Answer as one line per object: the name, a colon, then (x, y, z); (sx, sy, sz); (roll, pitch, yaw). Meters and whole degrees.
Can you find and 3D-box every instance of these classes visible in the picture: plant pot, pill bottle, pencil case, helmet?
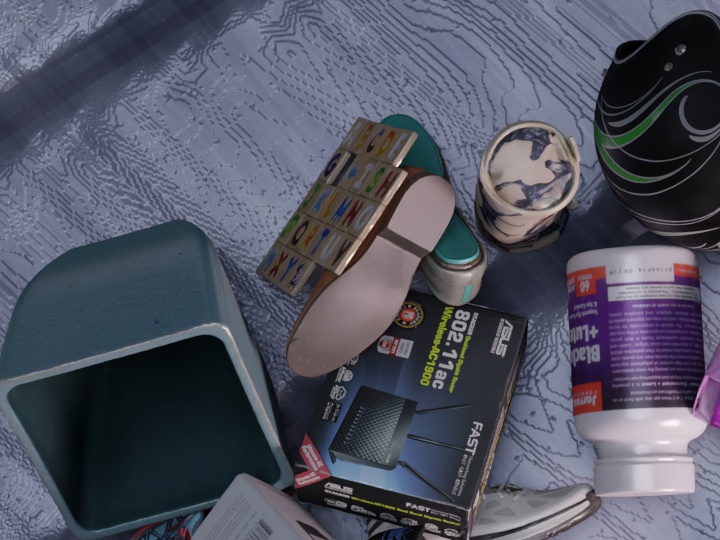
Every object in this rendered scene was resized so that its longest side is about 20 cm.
plant pot: (-0.178, 0.071, 1.666); (0.196, 0.196, 0.200); (-15, 40, 7)
pill bottle: (0.230, 0.085, 1.645); (0.111, 0.111, 0.200); (-4, 80, 9)
pencil case: (0.139, -0.068, 1.639); (0.089, 0.200, 0.078); (-30, 81, -2)
helmet: (0.286, -0.114, 1.626); (0.191, 0.200, 0.200); (-31, 73, 49)

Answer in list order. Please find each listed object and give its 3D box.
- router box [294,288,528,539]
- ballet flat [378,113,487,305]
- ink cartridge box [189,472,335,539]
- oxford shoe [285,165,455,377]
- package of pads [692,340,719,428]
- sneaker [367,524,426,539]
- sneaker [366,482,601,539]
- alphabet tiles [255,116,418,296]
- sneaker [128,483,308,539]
router box: (0.045, 0.115, 1.656); (0.150, 0.062, 0.200); (13, 57, 10)
ballet flat: (0.053, -0.050, 1.713); (0.067, 0.064, 0.200); (-12, 49, -14)
ink cartridge box: (-0.064, 0.280, 1.567); (0.145, 0.083, 0.200); (-53, 45, 4)
oxford shoe: (0.000, 0.000, 1.649); (0.200, 0.071, 0.071); (-53, 34, -2)
package of pads: (0.361, 0.055, 1.610); (0.120, 0.076, 0.200); (23, 56, 14)
sneaker: (0.072, 0.291, 1.620); (0.078, 0.070, 0.200); (-28, 111, 33)
sneaker: (0.095, 0.186, 1.670); (0.200, 0.076, 0.116); (-19, 81, 8)
alphabet tiles: (-0.019, -0.053, 1.674); (0.008, 0.200, 0.167); (35, 88, -18)
sneaker: (-0.143, 0.230, 1.692); (0.200, 0.096, 0.079); (-34, 77, 3)
